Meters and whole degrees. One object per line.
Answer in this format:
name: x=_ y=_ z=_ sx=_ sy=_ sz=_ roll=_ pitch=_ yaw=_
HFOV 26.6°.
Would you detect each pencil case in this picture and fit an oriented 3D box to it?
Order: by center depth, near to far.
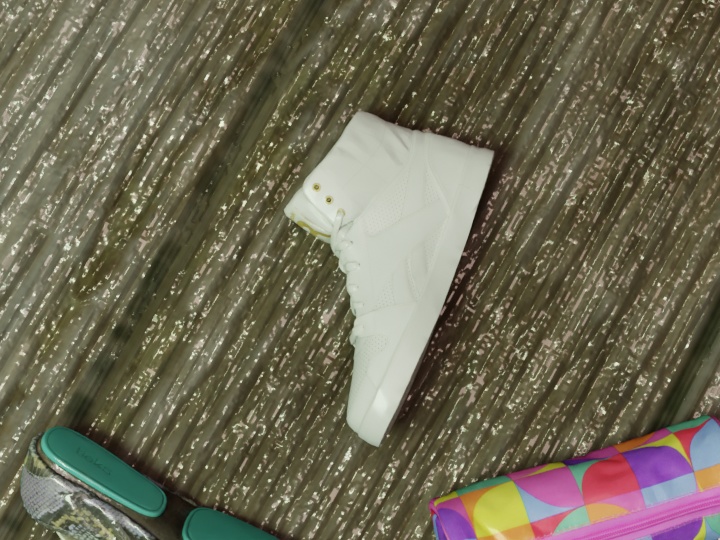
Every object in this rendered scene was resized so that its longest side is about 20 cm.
pencil case: x=0.139 y=0.153 z=0.929 sx=0.198 sy=0.088 sz=0.089 roll=-18 pitch=85 yaw=-6

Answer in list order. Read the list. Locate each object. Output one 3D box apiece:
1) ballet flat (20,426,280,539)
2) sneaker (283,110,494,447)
ballet flat: x=-0.120 y=0.168 z=0.930 sx=0.199 sy=0.072 sz=0.073 roll=29 pitch=83 yaw=1
sneaker: x=0.000 y=0.000 z=0.949 sx=0.114 sy=0.074 sz=0.202 roll=19 pitch=73 yaw=1
